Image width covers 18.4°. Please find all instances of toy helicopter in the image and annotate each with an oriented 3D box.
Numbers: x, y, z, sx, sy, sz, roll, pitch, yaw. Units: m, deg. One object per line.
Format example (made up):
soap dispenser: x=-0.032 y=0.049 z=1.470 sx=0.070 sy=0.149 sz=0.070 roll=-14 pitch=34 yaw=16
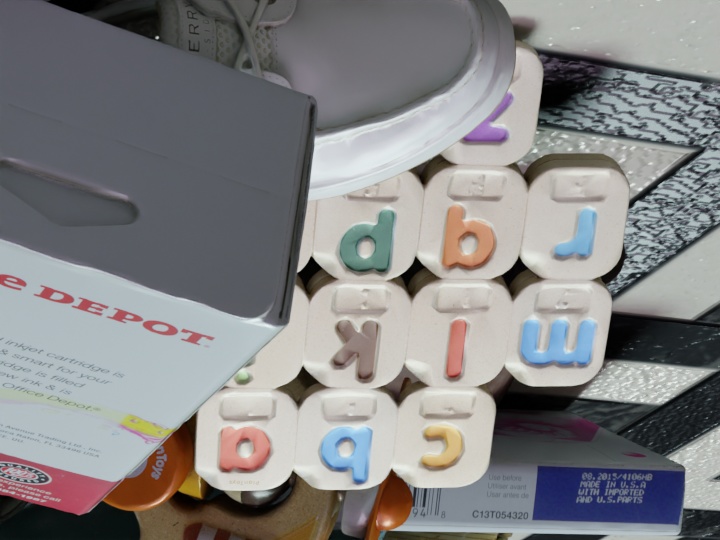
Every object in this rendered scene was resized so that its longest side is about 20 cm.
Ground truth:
toy helicopter: x=-0.029 y=0.123 z=0.931 sx=0.131 sy=0.201 sz=0.079 roll=-13 pitch=-173 yaw=13

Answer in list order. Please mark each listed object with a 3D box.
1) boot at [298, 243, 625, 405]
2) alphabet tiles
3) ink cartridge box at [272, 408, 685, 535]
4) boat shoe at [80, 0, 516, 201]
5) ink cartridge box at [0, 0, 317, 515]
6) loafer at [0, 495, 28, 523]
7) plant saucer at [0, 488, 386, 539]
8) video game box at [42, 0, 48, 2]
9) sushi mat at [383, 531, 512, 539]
boot: x=0.004 y=0.026 z=0.994 sx=0.185 sy=0.065 sz=0.200 roll=3 pitch=161 yaw=-15
alphabet tiles: x=0.000 y=0.000 z=0.847 sx=0.198 sy=0.015 sz=0.197 roll=0 pitch=120 yaw=-9
ink cartridge box: x=0.035 y=0.093 z=1.133 sx=0.195 sy=0.044 sz=0.200 roll=3 pitch=-173 yaw=-20
boat shoe: x=-0.049 y=-0.063 z=0.744 sx=0.199 sy=0.071 sz=0.069 roll=-11 pitch=159 yaw=15
ink cartridge box: x=-0.117 y=-0.003 z=0.715 sx=0.145 sy=0.083 sz=0.200 roll=18 pitch=151 yaw=-18
loafer: x=-0.156 y=0.060 z=1.012 sx=0.069 sy=0.070 sz=0.200 roll=-1 pitch=157 yaw=-11
plant saucer: x=-0.085 y=0.141 z=1.065 sx=0.198 sy=0.036 sz=0.200 roll=-3 pitch=-171 yaw=0
video game box: x=-0.114 y=-0.135 z=0.592 sx=0.199 sy=0.047 sz=0.182 roll=-20 pitch=156 yaw=31
sushi mat: x=-0.021 y=0.137 z=1.145 sx=0.199 sy=0.096 sz=0.012 roll=5 pitch=125 yaw=31
